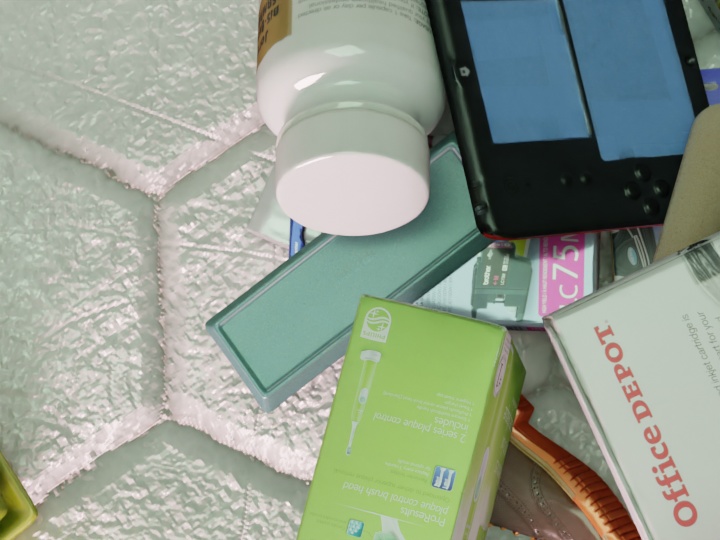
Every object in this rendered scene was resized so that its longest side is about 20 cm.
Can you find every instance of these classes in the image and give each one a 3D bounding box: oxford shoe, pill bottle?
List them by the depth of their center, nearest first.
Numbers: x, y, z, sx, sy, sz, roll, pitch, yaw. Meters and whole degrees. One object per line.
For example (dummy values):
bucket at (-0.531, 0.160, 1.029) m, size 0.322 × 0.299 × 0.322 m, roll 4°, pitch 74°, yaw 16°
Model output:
pill bottle at (-0.005, -0.128, 1.040) m, size 0.114 × 0.114 × 0.201 m, roll -5°, pitch 60°, yaw 8°
oxford shoe at (0.105, 0.139, 1.068) m, size 0.073 × 0.071 × 0.200 m, roll -45°, pitch 69°, yaw 9°

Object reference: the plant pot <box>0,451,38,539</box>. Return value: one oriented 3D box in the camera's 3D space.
plant pot at (-0.329, 0.130, 1.071) m, size 0.200 × 0.181 × 0.199 m, roll -37°, pitch 77°, yaw 2°

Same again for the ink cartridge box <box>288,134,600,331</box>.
ink cartridge box at (0.049, -0.024, 1.083) m, size 0.199 × 0.042 × 0.120 m, roll 1°, pitch 84°, yaw 12°

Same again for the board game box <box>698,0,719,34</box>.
board game box at (0.250, -0.263, 1.105) m, size 0.147 × 0.064 × 0.200 m, roll -30°, pitch 80°, yaw 2°

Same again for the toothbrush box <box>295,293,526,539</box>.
toothbrush box at (0.025, 0.130, 0.970) m, size 0.086 × 0.146 × 0.201 m, roll 14°, pitch 79°, yaw 13°

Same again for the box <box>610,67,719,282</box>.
box at (0.215, -0.024, 1.086) m, size 0.118 × 0.041 × 0.201 m, roll -3°, pitch 78°, yaw 8°

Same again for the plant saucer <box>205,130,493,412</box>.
plant saucer at (0.000, 0.000, 1.060) m, size 0.200 × 0.019 × 0.070 m, roll -37°, pitch 80°, yaw 4°

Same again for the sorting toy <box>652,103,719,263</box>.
sorting toy at (0.261, 0.022, 1.031) m, size 0.199 × 0.036 × 0.186 m, roll 24°, pitch 71°, yaw -14°

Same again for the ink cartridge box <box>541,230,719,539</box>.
ink cartridge box at (0.214, 0.048, 0.923) m, size 0.199 × 0.084 × 0.145 m, roll -25°, pitch 88°, yaw 1°

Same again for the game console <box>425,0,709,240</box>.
game console at (0.126, -0.118, 1.033) m, size 0.176 × 0.031 × 0.201 m, roll -4°, pitch 75°, yaw -31°

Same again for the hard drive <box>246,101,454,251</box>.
hard drive at (0.025, -0.092, 1.130) m, size 0.131 × 0.026 × 0.201 m, roll 23°, pitch 85°, yaw 11°
